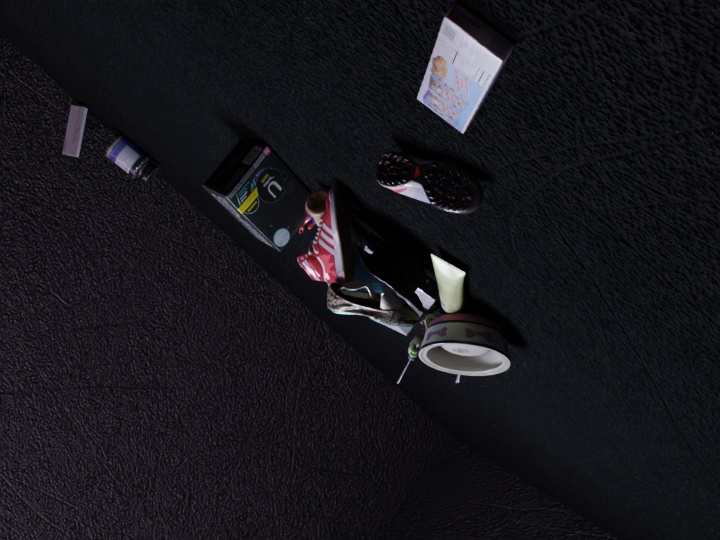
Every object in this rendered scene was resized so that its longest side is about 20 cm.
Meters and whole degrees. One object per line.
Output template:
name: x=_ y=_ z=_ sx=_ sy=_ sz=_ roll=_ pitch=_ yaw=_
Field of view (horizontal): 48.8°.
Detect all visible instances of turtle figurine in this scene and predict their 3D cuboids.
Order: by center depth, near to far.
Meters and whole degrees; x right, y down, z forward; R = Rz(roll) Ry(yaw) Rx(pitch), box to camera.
turtle figurine: x=0.190 y=0.177 z=1.851 sx=0.142 sy=0.203 sz=0.194 roll=21 pitch=159 yaw=4

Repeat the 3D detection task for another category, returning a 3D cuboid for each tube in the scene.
tube: x=0.180 y=0.027 z=1.568 sx=0.201 sy=0.057 sz=0.053 roll=67 pitch=-167 yaw=-64

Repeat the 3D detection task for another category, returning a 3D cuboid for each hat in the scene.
hat: x=0.080 y=-0.010 z=1.612 sx=0.200 sy=0.081 sz=0.201 roll=42 pitch=-169 yaw=-9

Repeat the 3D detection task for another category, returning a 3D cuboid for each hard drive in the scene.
hard drive: x=0.092 y=0.008 z=1.805 sx=0.199 sy=0.038 sz=0.140 roll=37 pitch=170 yaw=4

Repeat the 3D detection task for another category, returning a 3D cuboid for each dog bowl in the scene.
dog bowl: x=0.224 y=0.157 z=1.686 sx=0.196 sy=0.075 sz=0.201 roll=7 pitch=156 yaw=3

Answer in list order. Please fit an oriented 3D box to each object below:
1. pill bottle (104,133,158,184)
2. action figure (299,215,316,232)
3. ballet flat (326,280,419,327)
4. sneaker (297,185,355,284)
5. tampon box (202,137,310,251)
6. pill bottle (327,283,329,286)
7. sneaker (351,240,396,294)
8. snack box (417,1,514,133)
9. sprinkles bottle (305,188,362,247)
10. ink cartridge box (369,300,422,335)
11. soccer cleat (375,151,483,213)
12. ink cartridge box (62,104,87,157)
pill bottle: x=-0.901 y=-0.437 z=3.128 sx=0.199 sy=0.112 sz=0.112 roll=39 pitch=170 yaw=-5
action figure: x=-0.108 y=-0.097 z=1.897 sx=0.065 sy=0.100 sz=0.200 roll=36 pitch=167 yaw=-1
ballet flat: x=0.023 y=0.061 z=1.582 sx=0.196 sy=0.068 sz=0.076 roll=11 pitch=124 yaw=18
sneaker: x=-0.076 y=-0.071 z=1.625 sx=0.111 sy=0.204 sz=0.071 roll=1 pitch=-167 yaw=27
tampon box: x=-0.225 y=-0.173 z=1.804 sx=0.126 sy=0.151 sz=0.200 roll=26 pitch=165 yaw=51
pill bottle: x=0.001 y=0.033 z=1.963 sx=0.116 sy=0.116 sz=0.200 roll=43 pitch=174 yaw=-29
sneaker: x=0.000 y=0.000 z=1.712 sx=0.201 sy=0.080 sz=0.130 roll=51 pitch=-168 yaw=23
snack box: x=0.106 y=-0.209 z=0.847 sx=0.071 sy=0.024 sz=0.200 roll=37 pitch=170 yaw=3
sprinkles bottle: x=-0.056 y=-0.102 z=1.754 sx=0.068 sy=0.069 sz=0.200 roll=32 pitch=167 yaw=30
ink cartridge box: x=0.054 y=0.078 z=2.109 sx=0.146 sy=0.086 sz=0.199 roll=43 pitch=170 yaw=-27
soccer cleat: x=0.109 y=-0.124 z=1.137 sx=0.073 sy=0.069 sz=0.198 roll=14 pitch=-174 yaw=-45
ink cartridge box: x=-1.136 y=-0.558 z=3.186 sx=0.044 sy=0.204 sz=0.175 roll=9 pitch=-174 yaw=-39
